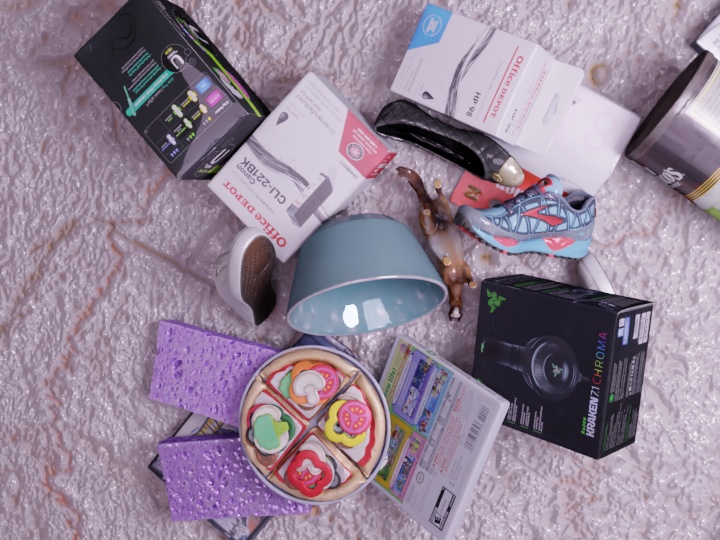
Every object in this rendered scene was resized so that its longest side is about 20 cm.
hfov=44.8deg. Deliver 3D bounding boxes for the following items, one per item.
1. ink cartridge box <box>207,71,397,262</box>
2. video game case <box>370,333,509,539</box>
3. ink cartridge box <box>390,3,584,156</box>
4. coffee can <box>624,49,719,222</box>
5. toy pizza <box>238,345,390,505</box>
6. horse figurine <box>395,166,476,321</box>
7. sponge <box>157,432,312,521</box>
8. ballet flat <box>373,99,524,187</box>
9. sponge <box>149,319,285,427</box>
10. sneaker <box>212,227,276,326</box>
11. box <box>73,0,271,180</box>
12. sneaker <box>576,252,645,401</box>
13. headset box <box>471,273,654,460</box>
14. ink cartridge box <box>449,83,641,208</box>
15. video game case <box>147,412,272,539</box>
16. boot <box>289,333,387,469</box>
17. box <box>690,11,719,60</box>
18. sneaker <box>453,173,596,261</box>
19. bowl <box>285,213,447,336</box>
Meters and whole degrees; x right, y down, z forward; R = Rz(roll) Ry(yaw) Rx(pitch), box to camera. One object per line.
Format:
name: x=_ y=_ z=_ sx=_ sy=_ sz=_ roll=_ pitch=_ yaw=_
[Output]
ink cartridge box: x=-0.074 y=-0.130 z=1.118 sx=0.144 sy=0.084 sz=0.200 roll=45 pitch=103 yaw=1
video game case: x=0.082 y=0.210 z=1.113 sx=0.182 sy=0.022 sz=0.201 roll=31 pitch=109 yaw=38
ink cartridge box: x=0.149 y=-0.228 z=1.041 sx=0.199 sy=0.067 sz=0.116 roll=29 pitch=101 yaw=28
coffee can: x=0.430 y=-0.134 z=1.000 sx=0.200 sy=0.146 sz=0.147 roll=36 pitch=101 yaw=4
toy pizza: x=-0.062 y=0.194 z=1.090 sx=0.199 sy=0.032 sz=0.202 roll=0 pitch=91 yaw=13
horse figurine: x=0.102 y=-0.038 z=1.092 sx=0.050 sy=0.133 sz=0.201 roll=-21 pitch=82 yaw=1
sponge: x=-0.170 y=0.277 z=1.180 sx=0.199 sy=0.030 sz=0.112 roll=-6 pitch=97 yaw=10
ballet flat: x=0.108 y=-0.147 z=1.070 sx=0.199 sy=0.067 sz=0.057 roll=29 pitch=62 yaw=18
sponge: x=-0.191 y=0.141 z=1.169 sx=0.199 sy=0.030 sz=0.112 roll=12 pitch=95 yaw=26
sneaker: x=-0.157 y=0.000 z=1.096 sx=0.084 sy=0.200 sz=0.073 roll=35 pitch=63 yaw=14
box: x=-0.226 y=-0.227 z=1.098 sx=0.124 sy=0.149 sz=0.200 roll=-41 pitch=89 yaw=11
sneaker: x=0.289 y=0.081 z=1.088 sx=0.084 sy=0.073 sz=0.201 roll=-17 pitch=95 yaw=9
headset box: x=0.231 y=0.106 z=1.050 sx=0.199 sy=0.092 sz=0.175 roll=15 pitch=105 yaw=43
ink cartridge box: x=0.226 y=-0.138 z=1.085 sx=0.162 sy=0.057 sz=0.201 roll=29 pitch=97 yaw=5
video game case: x=-0.170 y=0.259 z=1.213 sx=0.181 sy=0.026 sz=0.200 roll=40 pitch=102 yaw=3
boot: x=-0.022 y=0.161 z=1.140 sx=0.200 sy=0.073 sz=0.090 roll=42 pitch=98 yaw=16
box: x=0.516 y=-0.294 z=1.019 sx=0.156 sy=0.041 sz=0.200 roll=41 pitch=103 yaw=2
sneaker: x=0.197 y=-0.073 z=1.032 sx=0.199 sy=0.079 sz=0.096 roll=3 pitch=112 yaw=-33
bowl: x=0.000 y=0.000 z=1.082 sx=0.200 sy=0.201 sz=0.106 roll=-15 pitch=69 yaw=11
